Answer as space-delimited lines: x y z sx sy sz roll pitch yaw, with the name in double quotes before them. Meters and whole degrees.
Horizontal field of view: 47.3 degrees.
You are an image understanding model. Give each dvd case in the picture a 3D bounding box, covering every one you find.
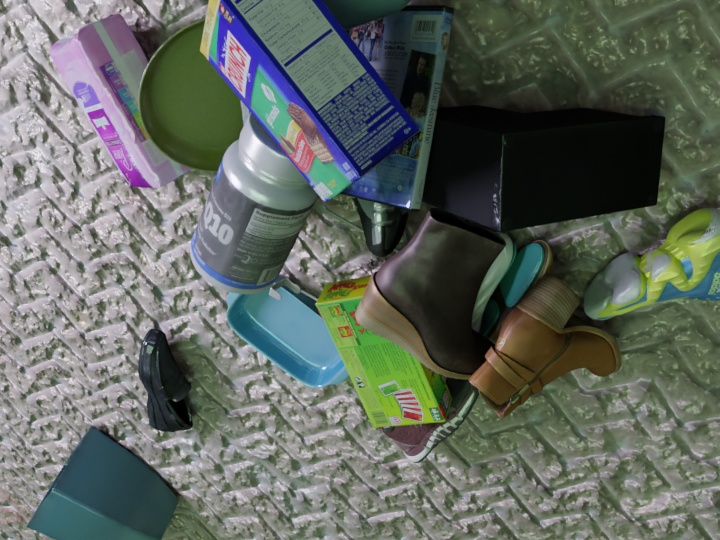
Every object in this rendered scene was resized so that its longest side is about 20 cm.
"dvd case" 0.024 -0.172 0.854 0.142 0.018 0.201 19 103 46

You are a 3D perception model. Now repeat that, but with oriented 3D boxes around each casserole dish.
"casserole dish" -0.093 0.080 1.138 0.200 0.039 0.121 38 126 -7

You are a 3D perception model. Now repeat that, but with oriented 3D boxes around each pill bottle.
"pill bottle" -0.113 -0.078 0.928 0.114 0.114 0.200 30 127 0

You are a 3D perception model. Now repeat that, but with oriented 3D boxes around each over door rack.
"over door rack" 0.000 0.000 1.034 0.199 0.067 0.148 23 127 4

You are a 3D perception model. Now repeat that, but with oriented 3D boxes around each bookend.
"bookend" 0.167 -0.120 0.858 0.200 0.198 0.092 30 126 57

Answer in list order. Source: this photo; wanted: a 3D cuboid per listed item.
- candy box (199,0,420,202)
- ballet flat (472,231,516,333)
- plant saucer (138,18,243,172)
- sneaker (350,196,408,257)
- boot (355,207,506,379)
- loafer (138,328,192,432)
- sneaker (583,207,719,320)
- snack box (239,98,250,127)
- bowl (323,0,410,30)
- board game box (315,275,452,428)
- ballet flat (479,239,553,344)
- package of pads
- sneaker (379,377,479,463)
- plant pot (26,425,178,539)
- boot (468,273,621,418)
"candy box" -0.054 -0.170 0.755 0.200 0.077 0.169 52 168 -6
"ballet flat" 0.120 0.039 0.998 0.069 0.069 0.201 23 114 4
"plant saucer" -0.151 -0.201 0.929 0.199 0.031 0.200 -15 137 -14
"sneaker" -0.005 -0.120 0.952 0.115 0.075 0.201 8 102 26
"boot" 0.111 0.032 0.903 0.200 0.072 0.166 24 123 -23
"loafer" -0.292 0.169 1.253 0.070 0.068 0.201 6 128 7
"sneaker" 0.348 0.017 0.916 0.105 0.076 0.200 33 138 -16
"snack box" -0.098 -0.148 0.961 0.072 0.024 0.200 -8 135 -6
"bowl" 0.004 -0.320 0.772 0.105 0.201 0.201 -1 123 -4
"board game box" 0.032 0.102 1.020 0.101 0.048 0.200 -11 119 25
"ballet flat" 0.190 0.040 1.006 0.063 0.069 0.200 14 133 -22
"package of pads" -0.282 -0.197 0.983 0.120 0.076 0.200 11 132 57
"sneaker" 0.078 0.176 1.117 0.115 0.076 0.200 34 127 0
"plant pot" -0.427 0.398 1.406 0.200 0.141 0.141 33 127 -11
"boot" 0.216 0.114 0.954 0.077 0.155 0.200 32 172 44
